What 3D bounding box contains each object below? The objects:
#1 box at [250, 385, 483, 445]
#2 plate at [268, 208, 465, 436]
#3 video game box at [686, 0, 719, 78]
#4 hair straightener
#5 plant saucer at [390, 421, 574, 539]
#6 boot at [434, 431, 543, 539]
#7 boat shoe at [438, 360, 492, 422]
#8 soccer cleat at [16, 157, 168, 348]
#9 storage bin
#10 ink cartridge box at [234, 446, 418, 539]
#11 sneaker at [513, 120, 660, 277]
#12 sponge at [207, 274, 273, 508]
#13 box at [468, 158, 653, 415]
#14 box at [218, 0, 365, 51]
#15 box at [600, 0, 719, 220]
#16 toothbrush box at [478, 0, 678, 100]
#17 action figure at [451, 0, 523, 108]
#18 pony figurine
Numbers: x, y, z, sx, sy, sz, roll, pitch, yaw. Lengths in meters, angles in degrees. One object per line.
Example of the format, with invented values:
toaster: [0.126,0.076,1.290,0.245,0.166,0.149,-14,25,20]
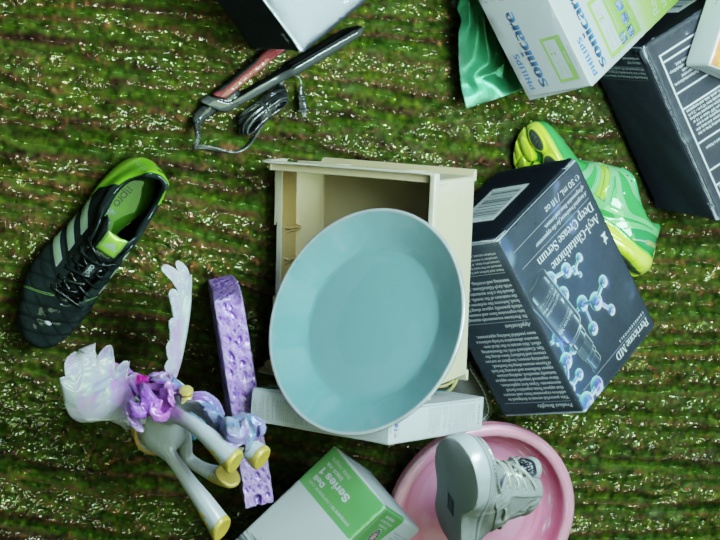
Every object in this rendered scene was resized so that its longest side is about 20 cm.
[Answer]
box: [0.010,0.128,1.467,0.200,0.144,0.036,5,92,-62]
plate: [0.008,0.045,1.364,0.026,0.200,0.200,25,89,-52]
video game box: [0.426,-0.263,1.538,0.182,0.047,0.200,17,90,-22]
hair straightener: [-0.075,-0.171,1.488,0.200,0.041,0.077,-41,111,-11]
plant saucer: [0.118,0.245,1.620,0.200,0.051,0.201,-4,107,-15]
boot: [0.127,0.194,1.506,0.095,0.200,0.074,-24,65,-15]
boat shoe: [0.065,0.093,1.577,0.201,0.061,0.072,44,81,-22]
soccer cleat: [-0.243,-0.016,1.427,0.067,0.081,0.200,35,86,-23]
storage bin: [0.000,0.000,1.459,0.094,0.198,0.200,-14,107,-58]
ink cartridge box: [-0.055,0.274,1.497,0.200,0.146,0.084,-42,68,-1]
sneaker: [0.231,-0.080,1.618,0.200,0.074,0.084,46,56,-18]
sponge: [-0.114,0.110,1.482,0.030,0.112,0.200,-9,102,-8]
box: [0.174,0.019,1.548,0.148,0.107,0.200,-45,115,-37]
box: [-0.032,-0.298,1.426,0.200,0.148,0.107,-42,110,-11]
box: [0.367,-0.189,1.613,0.200,0.123,0.199,-32,108,-15]
toothbrush box: [0.211,-0.279,1.520,0.200,0.086,0.146,-42,112,-35]
action figure: [0.126,-0.272,1.543,0.118,0.055,0.200,-21,106,-15]
pony figurine: [-0.175,0.118,1.397,0.166,0.200,0.193,-38,154,-38]
